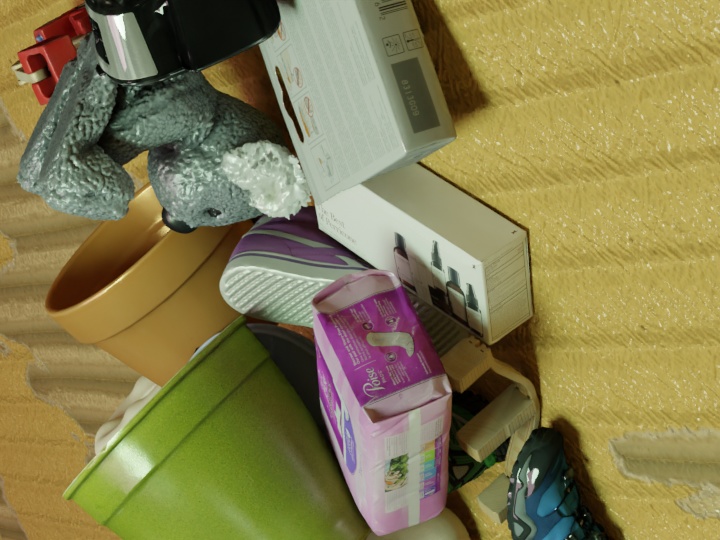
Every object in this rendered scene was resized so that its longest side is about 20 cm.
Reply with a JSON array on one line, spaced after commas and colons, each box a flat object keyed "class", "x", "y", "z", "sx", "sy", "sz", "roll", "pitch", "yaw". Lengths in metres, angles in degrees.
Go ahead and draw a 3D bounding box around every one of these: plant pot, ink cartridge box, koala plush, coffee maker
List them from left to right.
[{"class": "coffee maker", "x": -0.126, "y": -0.249, "z": 1.398, "sx": 0.135, "sy": 0.191, "sz": 0.201, "roll": -85, "pitch": -21, "yaw": -50}, {"class": "plant pot", "x": -0.155, "y": 0.014, "z": 1.754, "sx": 0.140, "sy": 0.200, "sz": 0.200, "roll": 48, "pitch": 157, "yaw": -18}, {"class": "koala plush", "x": -0.138, "y": -0.104, "z": 1.575, "sx": 0.199, "sy": 0.185, "sz": 0.177, "roll": 25, "pitch": -179, "yaw": -19}, {"class": "plant pot", "x": -0.096, "y": 0.175, "z": 1.580, "sx": 0.193, "sy": 0.200, "sz": 0.200, "roll": 46, "pitch": 153, "yaw": 1}, {"class": "ink cartridge box", "x": -0.010, "y": -0.143, "z": 1.445, "sx": 0.161, "sy": 0.047, "sz": 0.200, "roll": 70, "pitch": 159, "yaw": 2}]

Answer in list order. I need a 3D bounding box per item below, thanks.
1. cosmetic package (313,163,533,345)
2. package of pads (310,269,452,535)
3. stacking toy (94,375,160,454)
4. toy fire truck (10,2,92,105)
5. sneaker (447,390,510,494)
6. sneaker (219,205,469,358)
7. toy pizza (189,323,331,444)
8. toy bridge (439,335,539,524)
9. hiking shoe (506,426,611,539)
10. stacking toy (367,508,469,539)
[{"class": "cosmetic package", "x": 0.041, "y": -0.030, "z": 1.498, "sx": 0.200, "sy": 0.050, "sz": 0.083, "roll": 34, "pitch": 144, "yaw": 40}, {"class": "package of pads", "x": 0.016, "y": 0.099, "z": 1.490, "sx": 0.200, "sy": 0.075, "sz": 0.121, "roll": 87, "pitch": 159, "yaw": -59}, {"class": "stacking toy", "x": -0.155, "y": 0.189, "z": 2.025, "sx": 0.200, "sy": 0.146, "sz": 0.146, "roll": 43, "pitch": 155, "yaw": -9}, {"class": "toy fire truck", "x": -0.249, "y": -0.190, "z": 1.728, "sx": 0.200, "sy": 0.141, "sz": 0.049, "roll": 2, "pitch": 120, "yaw": 59}, {"class": "sneaker", "x": 0.032, "y": 0.128, "z": 1.644, "sx": 0.200, "sy": 0.085, "sz": 0.078, "roll": 14, "pitch": 130, "yaw": 56}, {"class": "sneaker", "x": 0.000, "y": -0.001, "z": 1.587, "sx": 0.199, "sy": 0.115, "sz": 0.073, "roll": 18, "pitch": 128, "yaw": 7}, {"class": "toy pizza", "x": -0.071, "y": 0.141, "z": 1.674, "sx": 0.199, "sy": 0.032, "sz": 0.202, "roll": 8, "pitch": 105, "yaw": 30}, {"class": "toy bridge", "x": 0.105, "y": 0.115, "z": 1.521, "sx": 0.027, "sy": 0.067, "sz": 0.201, "roll": 36, "pitch": 158, "yaw": 36}, {"class": "hiking shoe", "x": 0.166, "y": 0.207, "z": 1.538, "sx": 0.086, "sy": 0.074, "sz": 0.201, "roll": 4, "pitch": 121, "yaw": 25}, {"class": "stacking toy", "x": -0.006, "y": 0.237, "z": 1.769, "sx": 0.200, "sy": 0.145, "sz": 0.147, "roll": 33, "pitch": 146, "yaw": 56}]
